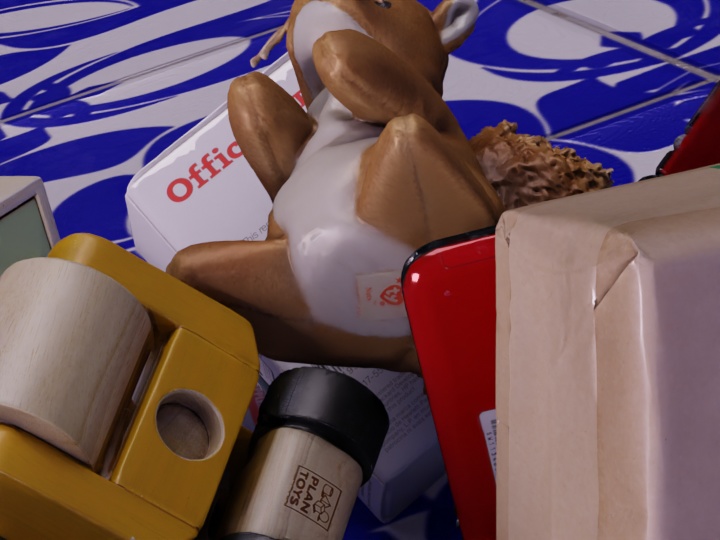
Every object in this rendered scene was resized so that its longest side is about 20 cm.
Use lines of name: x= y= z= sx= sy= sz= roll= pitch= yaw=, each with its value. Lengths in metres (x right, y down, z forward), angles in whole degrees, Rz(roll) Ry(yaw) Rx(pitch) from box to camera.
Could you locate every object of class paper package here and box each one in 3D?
paper package: x=0.157 y=0.054 z=0.943 sx=0.199 sy=0.192 sz=0.103 roll=-11 pitch=19 yaw=-29

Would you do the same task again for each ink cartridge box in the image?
ink cartridge box: x=0.000 y=0.000 z=1.199 sx=0.146 sy=0.200 sz=0.086 roll=-39 pitch=-17 yaw=-14

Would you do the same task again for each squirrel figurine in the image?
squirrel figurine: x=0.024 y=-0.041 z=1.109 sx=0.141 sy=0.200 sz=0.187 roll=-38 pitch=32 yaw=27

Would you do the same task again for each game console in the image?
game console: x=0.113 y=0.041 z=1.055 sx=0.171 sy=0.201 sz=0.119 roll=-14 pitch=24 yaw=1

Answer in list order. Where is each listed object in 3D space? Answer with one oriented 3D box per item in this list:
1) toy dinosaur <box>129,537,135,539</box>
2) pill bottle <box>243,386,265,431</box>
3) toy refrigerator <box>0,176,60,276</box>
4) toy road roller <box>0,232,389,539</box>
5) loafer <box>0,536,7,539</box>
toy dinosaur: x=-0.096 y=0.212 z=0.899 sx=0.101 sy=0.058 sz=0.201 roll=-18 pitch=63 yaw=6
pill bottle: x=0.018 y=0.021 z=1.301 sx=0.199 sy=0.112 sz=0.112 roll=-13 pitch=21 yaw=5
toy refrigerator: x=-0.282 y=0.011 z=1.572 sx=0.070 sy=0.076 sz=0.200 roll=1 pitch=25 yaw=35
toy road roller: x=-0.098 y=0.095 z=1.039 sx=0.146 sy=0.200 sz=0.123 roll=-39 pitch=25 yaw=49
loafer: x=-0.209 y=0.089 z=0.970 sx=0.063 sy=0.072 sz=0.200 roll=-15 pitch=-10 yaw=19
